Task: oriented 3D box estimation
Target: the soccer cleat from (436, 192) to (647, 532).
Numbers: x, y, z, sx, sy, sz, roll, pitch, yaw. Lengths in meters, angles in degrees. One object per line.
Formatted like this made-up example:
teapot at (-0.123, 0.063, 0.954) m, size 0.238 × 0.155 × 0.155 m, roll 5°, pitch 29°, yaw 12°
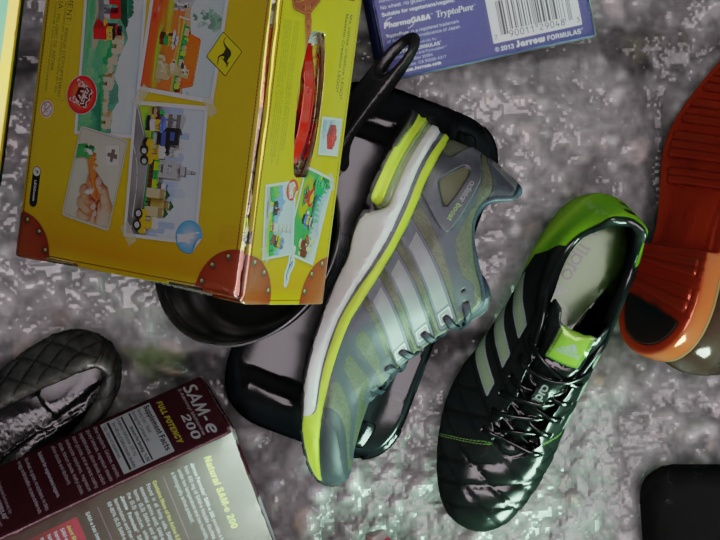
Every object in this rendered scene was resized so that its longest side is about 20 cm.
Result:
soccer cleat at (0.097, 0.051, 1.198) m, size 0.067 × 0.081 × 0.201 m, roll 23°, pitch 92°, yaw -10°

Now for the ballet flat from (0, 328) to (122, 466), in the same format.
ballet flat at (-0.207, 0.105, 1.172) m, size 0.066 × 0.057 × 0.200 m, roll 44°, pitch 89°, yaw -9°

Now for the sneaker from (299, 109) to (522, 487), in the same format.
sneaker at (0.023, 0.022, 1.150) m, size 0.081 × 0.074 × 0.201 m, roll 20°, pitch 94°, yaw 2°

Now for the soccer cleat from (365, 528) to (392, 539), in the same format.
soccer cleat at (-0.050, 0.210, 1.185) m, size 0.199 × 0.067 × 0.077 m, roll -24°, pitch 101°, yaw -6°

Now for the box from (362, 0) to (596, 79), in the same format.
box at (0.049, -0.212, 1.189) m, size 0.121 × 0.032 × 0.201 m, roll -12°, pitch 99°, yaw -7°

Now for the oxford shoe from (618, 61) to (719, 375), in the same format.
oxford shoe at (0.208, -0.038, 1.224) m, size 0.072 × 0.071 × 0.201 m, roll 25°, pitch 88°, yaw -39°

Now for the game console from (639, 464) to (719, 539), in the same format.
game console at (0.263, 0.200, 1.270) m, size 0.175 × 0.116 × 0.201 m, roll -3°, pitch 96°, yaw 22°

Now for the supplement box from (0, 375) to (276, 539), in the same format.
supplement box at (-0.150, 0.149, 1.158) m, size 0.199 × 0.061 × 0.109 m, roll -24°, pitch 125°, yaw -9°

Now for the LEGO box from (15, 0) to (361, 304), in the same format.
LEGO box at (-0.086, -0.093, 1.121) m, size 0.149 × 0.077 × 0.201 m, roll 11°, pitch 95°, yaw 32°

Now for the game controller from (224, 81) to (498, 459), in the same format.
game controller at (0.000, 0.000, 1.207) m, size 0.104 × 0.042 × 0.201 m, roll 21°, pitch 92°, yaw 5°

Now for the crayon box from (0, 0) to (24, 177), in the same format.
crayon box at (-0.233, -0.146, 1.142) m, size 0.118 × 0.058 × 0.201 m, roll 8°, pitch 95°, yaw -9°

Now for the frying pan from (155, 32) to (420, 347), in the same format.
frying pan at (-0.043, -0.045, 1.176) m, size 0.031 × 0.115 × 0.191 m, roll 40°, pitch 69°, yaw -53°
